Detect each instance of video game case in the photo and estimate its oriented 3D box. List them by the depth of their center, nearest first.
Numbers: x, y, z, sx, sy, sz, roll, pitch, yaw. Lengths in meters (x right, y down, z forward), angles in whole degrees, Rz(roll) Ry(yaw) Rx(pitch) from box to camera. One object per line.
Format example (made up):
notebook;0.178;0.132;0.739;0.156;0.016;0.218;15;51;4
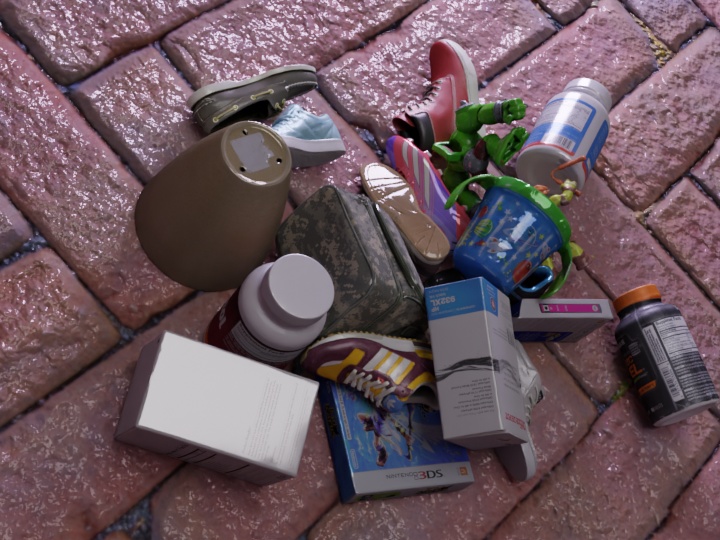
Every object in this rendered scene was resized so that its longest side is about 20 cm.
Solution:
video game case;0.043;0.197;1.662;0.181;0.045;0.200;-1;65;-30

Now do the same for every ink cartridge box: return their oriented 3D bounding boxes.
ink cartridge box;0.152;0.125;1.642;0.145;0.084;0.200;33;48;-66
ink cartridge box;0.255;0.073;1.811;0.200;0.095;0.037;-1;66;-29

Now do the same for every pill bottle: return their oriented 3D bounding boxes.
pill bottle;-0.111;0.060;1.554;0.113;0.200;0.113;13;59;-22
pill bottle;0.446;0.122;1.881;0.106;0.106;0.200;-9;69;-32
pill bottle;0.328;-0.211;1.993;0.112;0.112;0.200;37;53;-6

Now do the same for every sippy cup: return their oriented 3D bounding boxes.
sippy cup;0.199;-0.038;1.740;0.178;0.140;0.130;32;72;25

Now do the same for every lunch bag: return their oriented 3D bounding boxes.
lunch bag;0.000;0.000;1.672;0.168;0.139;0.200;21;36;-48

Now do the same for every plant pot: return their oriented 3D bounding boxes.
plant pot;-0.169;-0.099;1.608;0.187;0.200;0.188;12;60;-22

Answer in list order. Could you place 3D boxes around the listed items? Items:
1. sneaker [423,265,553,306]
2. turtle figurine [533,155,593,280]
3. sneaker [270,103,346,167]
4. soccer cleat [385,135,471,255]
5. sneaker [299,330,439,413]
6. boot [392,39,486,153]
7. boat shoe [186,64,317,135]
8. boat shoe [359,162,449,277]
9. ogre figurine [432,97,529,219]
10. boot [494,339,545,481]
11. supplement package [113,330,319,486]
sneaker;0.183;0.017;1.810;0.200;0.082;0.073;-5;69;-29
turtle figurine;0.281;-0.069;1.878;0.200;0.064;0.161;-33;98;-2
sneaker;-0.105;-0.189;1.754;0.200;0.074;0.082;-5;70;-55
soccer cleat;0.091;-0.110;1.844;0.076;0.067;0.200;-34;80;-17
sneaker;0.021;0.134;1.609;0.200;0.075;0.090;4;57;-25
boot;0.105;-0.267;1.926;0.144;0.072;0.200;0;68;-31
boat shoe;-0.144;-0.240;1.780;0.202;0.072;0.060;-19;76;-28
boat shoe;0.054;-0.072;1.800;0.072;0.065;0.200;-17;55;-33
ogre figurine;0.174;-0.166;1.839;0.098;0.200;0.120;-30;43;-29
boot;0.221;0.186;1.744;0.095;0.074;0.200;-12;70;-26
supplement package;-0.172;0.167;1.504;0.200;0.120;0.121;21;69;-17
